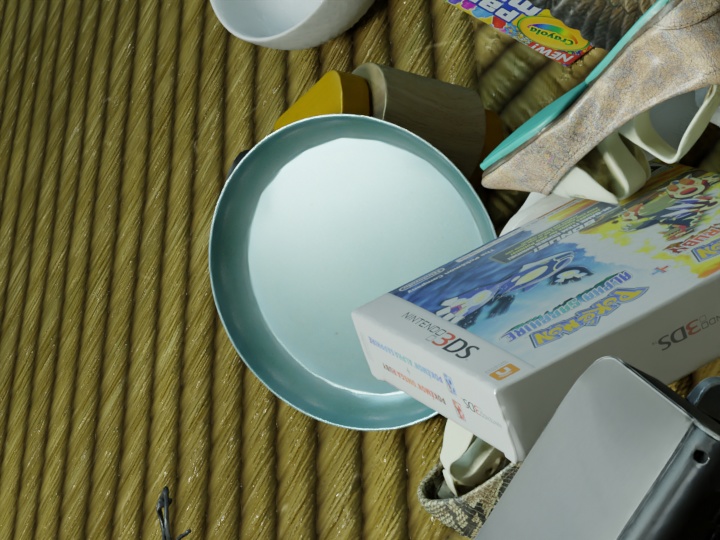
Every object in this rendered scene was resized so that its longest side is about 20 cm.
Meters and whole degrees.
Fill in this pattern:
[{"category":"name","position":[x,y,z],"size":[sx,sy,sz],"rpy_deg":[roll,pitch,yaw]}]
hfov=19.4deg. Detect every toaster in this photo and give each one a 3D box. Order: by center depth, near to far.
[{"category":"toaster","position":[0.139,0.156,0.850],"size":[0.201,0.180,0.119],"rpy_deg":[-59,22,10]}]

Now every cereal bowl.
[{"category":"cereal bowl","position":[-0.034,-0.267,1.689],"size":[0.200,0.083,0.201],"rpy_deg":[-19,63,45]}]

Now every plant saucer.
[{"category":"plant saucer","position":[0.000,0.000,1.307],"size":[0.200,0.200,0.027],"rpy_deg":[-51,-10,27]}]

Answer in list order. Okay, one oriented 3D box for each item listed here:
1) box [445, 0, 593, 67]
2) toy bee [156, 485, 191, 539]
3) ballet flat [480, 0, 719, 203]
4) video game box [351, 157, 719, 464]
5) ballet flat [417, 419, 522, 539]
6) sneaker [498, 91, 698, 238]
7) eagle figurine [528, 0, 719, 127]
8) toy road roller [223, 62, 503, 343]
[{"category":"box","position":[0.110,-0.255,1.272],"size":[0.192,0.199,0.122],"rpy_deg":[-37,37,47]},{"category":"toy bee","position":[-0.079,0.236,1.332],"size":[0.200,0.108,0.131],"rpy_deg":[105,162,-49]},{"category":"ballet flat","position":[0.131,-0.074,1.082],"size":[0.068,0.067,0.200],"rpy_deg":[-39,-1,-37]},{"category":"video game box","position":[0.117,0.013,1.051],"size":[0.199,0.047,0.182],"rpy_deg":[-27,21,-16]},{"category":"ballet flat","position":[0.098,0.068,1.138],"size":[0.200,0.075,0.068],"rpy_deg":[-53,30,24]},{"category":"sneaker","position":[0.133,-0.046,1.204],"size":[0.200,0.075,0.089],"rpy_deg":[-56,12,6]},{"category":"eagle figurine","position":[0.163,-0.178,1.090],"size":[0.152,0.199,0.151],"rpy_deg":[-58,25,13]},{"category":"toy road roller","position":[0.001,-0.028,1.383],"size":[0.200,0.122,0.147],"rpy_deg":[-41,45,48]}]
